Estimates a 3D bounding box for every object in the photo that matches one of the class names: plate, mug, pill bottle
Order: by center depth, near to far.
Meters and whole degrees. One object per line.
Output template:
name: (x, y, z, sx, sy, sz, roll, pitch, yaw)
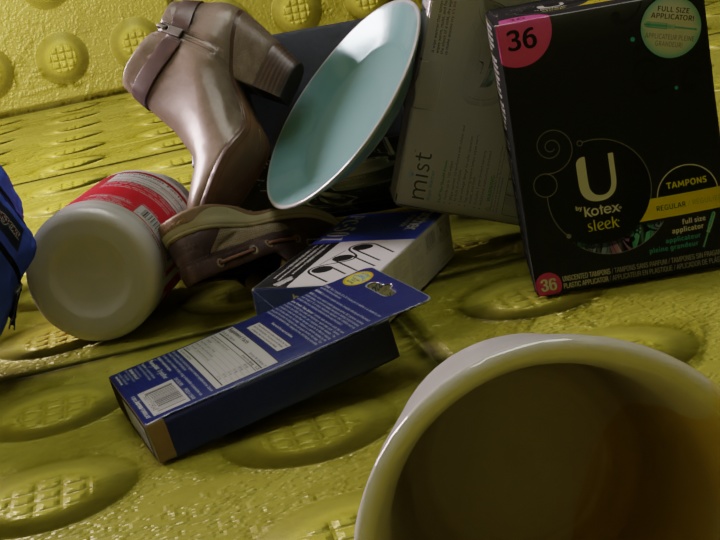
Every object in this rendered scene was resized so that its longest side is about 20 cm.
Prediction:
mug: (0.082, 0.103, 0.536, 0.149, 0.187, 0.153, -43, 5, 3)
plate: (-0.009, -0.131, 1.138, 0.200, 0.025, 0.201, -43, 27, 28)
pill bottle: (-0.201, -0.022, 1.187, 0.111, 0.113, 0.200, -8, 14, 9)

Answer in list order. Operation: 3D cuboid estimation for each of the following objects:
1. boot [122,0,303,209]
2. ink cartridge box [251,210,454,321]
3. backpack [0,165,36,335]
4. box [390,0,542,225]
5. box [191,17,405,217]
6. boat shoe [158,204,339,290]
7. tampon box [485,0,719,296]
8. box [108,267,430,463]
boot: (-0.145, -0.140, 1.210, 0.145, 0.201, 0.070, 24, -16, 20)
ink cartridge box: (0.000, 0.000, 1.091, 0.093, 0.045, 0.200, -3, 16, 22)
backpack: (-0.334, -0.018, 1.059, 0.166, 0.163, 0.201, -5, 50, 18)
box: (0.126, -0.143, 1.142, 0.175, 0.202, 0.097, 9, 13, -2)
box: (-0.041, -0.135, 1.323, 0.198, 0.125, 0.197, -8, -18, 10)
boat shoe: (-0.081, -0.010, 1.160, 0.072, 0.072, 0.199, -31, -19, 31)
tampon box: (0.183, -0.103, 1.037, 0.149, 0.202, 0.126, -10, 14, 4)
box: (-0.057, 0.056, 0.907, 0.199, 0.033, 0.121, -24, 17, -15)
